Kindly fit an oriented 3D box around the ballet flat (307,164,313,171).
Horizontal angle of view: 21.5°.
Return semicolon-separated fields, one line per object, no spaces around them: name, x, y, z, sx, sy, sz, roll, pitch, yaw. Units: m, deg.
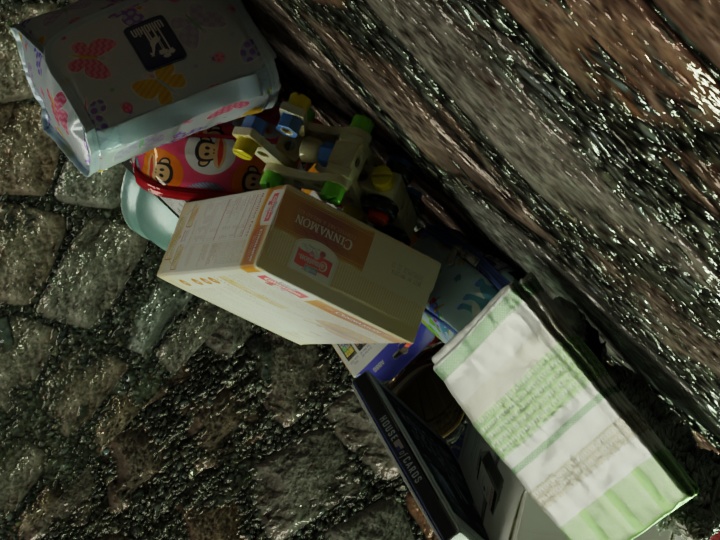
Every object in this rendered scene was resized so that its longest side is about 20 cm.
ballet flat;-0.017;-0.047;1.806;0.056;0.066;0.202;19;-134;-40

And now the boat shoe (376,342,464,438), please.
boat shoe;0.063;0.113;1.832;0.071;0.200;0.073;-6;111;38

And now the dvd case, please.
dvd case;0.072;0.191;1.657;0.150;0.025;0.201;44;-169;-46

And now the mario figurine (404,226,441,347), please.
mario figurine;0.064;-0.006;1.827;0.200;0.105;0.125;72;-170;-62

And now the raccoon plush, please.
raccoon plush;0.202;0.122;1.394;0.200;0.097;0.134;46;168;-36

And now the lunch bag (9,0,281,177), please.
lunch bag;-0.170;-0.162;1.513;0.200;0.168;0.128;44;153;58

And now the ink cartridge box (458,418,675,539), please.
ink cartridge box;0.179;0.187;1.650;0.145;0.084;0.200;8;-160;-12

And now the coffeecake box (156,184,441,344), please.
coffeecake box;-0.054;0.000;1.551;0.153;0.074;0.199;27;166;-25

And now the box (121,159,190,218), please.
box;-0.173;-0.159;1.814;0.200;0.160;0.044;44;152;11

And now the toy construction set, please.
toy construction set;-0.017;-0.074;1.539;0.130;0.093;0.200;17;177;17

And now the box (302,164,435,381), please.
box;0.000;0.000;1.716;0.041;0.119;0.201;-5;-124;-56

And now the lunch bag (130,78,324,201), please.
lunch bag;-0.117;-0.126;1.688;0.174;0.083;0.200;4;-155;-13

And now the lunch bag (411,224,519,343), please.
lunch bag;0.118;0.055;1.593;0.200;0.083;0.161;45;177;-33

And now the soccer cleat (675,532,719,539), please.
soccer cleat;0.264;0.187;1.776;0.200;0.068;0.073;45;158;5

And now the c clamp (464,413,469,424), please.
c clamp;0.186;0.188;1.799;0.198;0.027;0.172;13;-129;-30

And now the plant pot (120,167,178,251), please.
plant pot;-0.123;-0.082;1.911;0.134;0.201;0.200;38;175;25

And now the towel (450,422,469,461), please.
towel;0.169;0.178;1.837;0.145;0.200;0.024;41;134;-1

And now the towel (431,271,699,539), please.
towel;0.148;0.111;1.394;0.201;0.031;0.149;51;144;7
